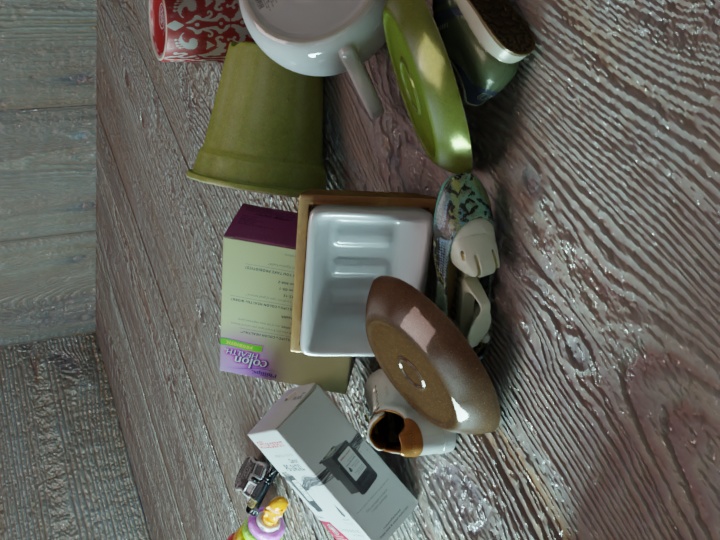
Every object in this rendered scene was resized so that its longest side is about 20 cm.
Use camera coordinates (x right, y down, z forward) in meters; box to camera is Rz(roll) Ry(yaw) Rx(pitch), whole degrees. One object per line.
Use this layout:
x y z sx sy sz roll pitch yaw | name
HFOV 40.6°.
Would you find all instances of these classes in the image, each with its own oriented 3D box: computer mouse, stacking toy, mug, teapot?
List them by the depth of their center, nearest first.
-0.034 -0.296 1.098 0.203 0.195 0.146 -68 -19 -8 | teapot
-0.189 -0.374 1.361 0.133 0.197 0.181 -141 47 -58 | mug
-0.174 0.467 1.732 0.110 0.114 0.202 57 135 39 | stacking toy
-0.183 0.377 1.753 0.111 0.043 0.200 -65 13 -10 | computer mouse

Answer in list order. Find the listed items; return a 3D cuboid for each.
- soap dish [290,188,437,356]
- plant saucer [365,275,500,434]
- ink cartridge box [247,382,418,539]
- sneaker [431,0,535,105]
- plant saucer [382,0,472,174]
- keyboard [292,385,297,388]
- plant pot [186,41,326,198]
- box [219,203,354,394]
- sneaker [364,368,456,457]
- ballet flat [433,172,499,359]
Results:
0.000 0.000 1.110 0.082 0.154 0.203 -105 18 -59 | soap dish
0.064 0.098 1.016 0.200 0.036 0.202 45 158 24 | plant saucer
-0.040 0.250 1.243 0.201 0.083 0.145 50 157 -5 | ink cartridge box
0.088 -0.244 0.920 0.202 0.066 0.090 65 146 28 | sneaker
0.060 -0.184 0.952 0.200 0.031 0.203 161 91 -88 | plant saucer
-0.066 0.211 1.490 0.200 0.010 0.057 -137 45 -56 | keyboard
-0.125 -0.205 1.310 0.200 0.197 0.188 25 109 63 | plant pot
-0.084 0.036 1.250 0.097 0.173 0.203 -71 -11 -60 | box
0.033 0.166 1.158 0.199 0.083 0.074 -158 61 -65 | sneaker
0.109 0.004 0.956 0.074 0.073 0.203 -130 30 -51 | ballet flat
